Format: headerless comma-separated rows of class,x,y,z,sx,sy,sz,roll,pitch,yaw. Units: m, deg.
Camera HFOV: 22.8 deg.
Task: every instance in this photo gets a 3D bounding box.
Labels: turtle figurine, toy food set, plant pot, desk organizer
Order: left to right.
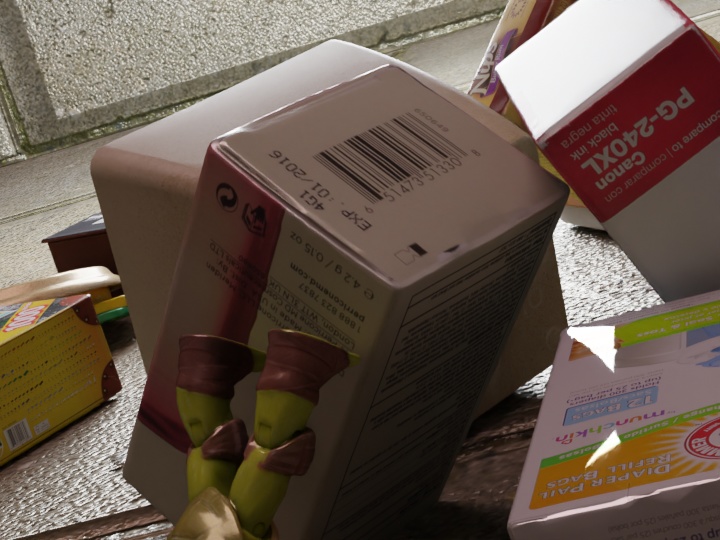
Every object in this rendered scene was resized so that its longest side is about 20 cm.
toy food set,-0.284,0.044,1.453,0.200,0.049,0.198,-16,-2,-24
desk organizer,-0.171,-0.014,1.534,0.200,0.077,0.072,-8,16,38
turtle figurine,-0.056,0.106,0.686,0.064,0.162,0.200,15,-15,-30
plant pot,0.000,0.000,0.997,0.200,0.200,0.177,-30,28,-36

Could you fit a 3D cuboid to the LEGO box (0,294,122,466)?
LEGO box,-0.289,0.093,1.235,0.149,0.077,0.200,-8,16,37

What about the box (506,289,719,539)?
box,0.128,0.084,0.637,0.112,0.102,0.200,-15,13,16

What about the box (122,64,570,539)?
box,-0.011,0.030,0.794,0.109,0.200,0.128,37,40,22

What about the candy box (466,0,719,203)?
candy box,0.166,-0.091,1.058,0.056,0.200,0.117,1,64,61

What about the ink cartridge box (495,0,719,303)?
ink cartridge box,0.159,-0.025,0.798,0.083,0.200,0.145,-38,16,9

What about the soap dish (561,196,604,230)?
soap dish,0.242,-0.096,1.310,0.200,0.081,0.157,-20,13,-18
